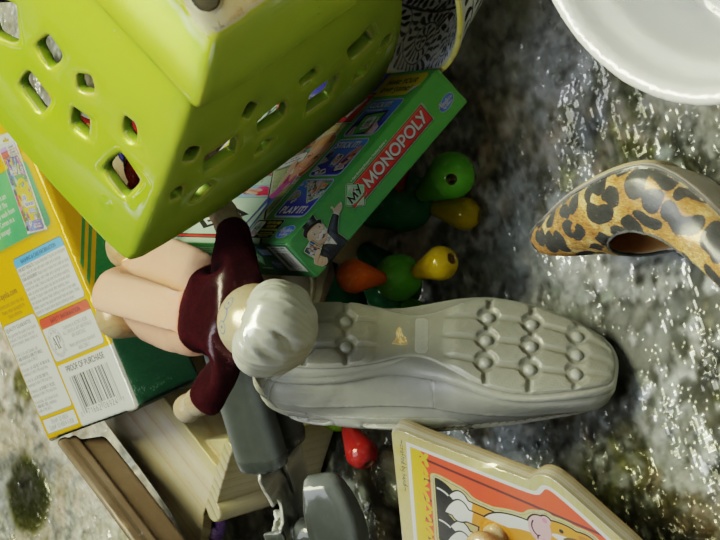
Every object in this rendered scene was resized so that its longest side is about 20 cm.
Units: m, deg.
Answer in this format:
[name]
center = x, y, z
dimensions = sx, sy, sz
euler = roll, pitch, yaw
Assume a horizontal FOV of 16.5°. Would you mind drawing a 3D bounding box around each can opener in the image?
[can opener]
center = -0.044, 0.094, 1.453
dimensions = 0.066, 0.053, 0.200
euler = -11, 111, 25

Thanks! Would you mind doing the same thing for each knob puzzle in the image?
[knob puzzle]
center = 0.101, 0.187, 1.331
dimensions = 0.219, 0.030, 0.220
euler = 25, 136, 26

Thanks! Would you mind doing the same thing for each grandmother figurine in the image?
[grandmother figurine]
center = -0.084, 0.023, 1.338
dimensions = 0.200, 0.060, 0.122
euler = 11, 102, 61

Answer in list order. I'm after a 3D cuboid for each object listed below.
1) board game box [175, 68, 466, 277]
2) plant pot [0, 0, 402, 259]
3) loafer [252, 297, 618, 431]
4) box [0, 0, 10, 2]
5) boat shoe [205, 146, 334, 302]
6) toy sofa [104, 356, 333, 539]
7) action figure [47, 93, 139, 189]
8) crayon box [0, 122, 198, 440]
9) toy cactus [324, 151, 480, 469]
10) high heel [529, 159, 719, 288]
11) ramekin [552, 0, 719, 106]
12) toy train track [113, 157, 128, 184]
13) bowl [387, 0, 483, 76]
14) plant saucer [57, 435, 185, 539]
[board game box]
center = -0.036, -0.055, 1.422
dimensions = 0.029, 0.135, 0.200
euler = 46, 161, -21
[plant pot]
center = -0.091, -0.160, 1.287
dimensions = 0.199, 0.200, 0.182
euler = 49, 151, 7
[loafer]
center = 0.040, 0.056, 1.360
dimensions = 0.070, 0.199, 0.070
euler = 88, -171, -53
[box]
center = -0.163, -0.276, 1.511
dimensions = 0.117, 0.196, 0.201
euler = -32, 71, 47
[boat shoe]
center = -0.091, -0.047, 1.556
dimensions = 0.200, 0.064, 0.071
euler = 51, 129, 33
[toy sofa]
center = -0.107, 0.075, 1.575
dimensions = 0.200, 0.083, 0.098
euler = 48, 136, 34
[action figure]
center = -0.123, -0.118, 1.507
dimensions = 0.200, 0.099, 0.065
euler = -58, 14, 9
[crayon box]
center = -0.183, -0.006, 1.516
dimensions = 0.126, 0.052, 0.200
euler = -21, 92, 56
[toy cactus]
center = 0.000, 0.000, 1.450
dimensions = 0.165, 0.102, 0.200
euler = 55, 142, 43
[high heel]
center = 0.170, 0.014, 1.256
dimensions = 0.200, 0.071, 0.143
euler = -14, 77, 40
[ramekin]
center = 0.186, -0.183, 1.184
dimensions = 0.200, 0.098, 0.201
euler = 8, 102, 40
[toy train track]
center = -0.188, -0.069, 1.680
dimensions = 0.200, 0.032, 0.115
euler = 5, 107, 57
[bowl]
center = 0.015, -0.214, 1.369
dimensions = 0.201, 0.094, 0.201
euler = 41, 156, 23
[plant saucer]
center = -0.121, 0.180, 1.565
dimensions = 0.200, 0.029, 0.200
euler = 52, 173, 9
